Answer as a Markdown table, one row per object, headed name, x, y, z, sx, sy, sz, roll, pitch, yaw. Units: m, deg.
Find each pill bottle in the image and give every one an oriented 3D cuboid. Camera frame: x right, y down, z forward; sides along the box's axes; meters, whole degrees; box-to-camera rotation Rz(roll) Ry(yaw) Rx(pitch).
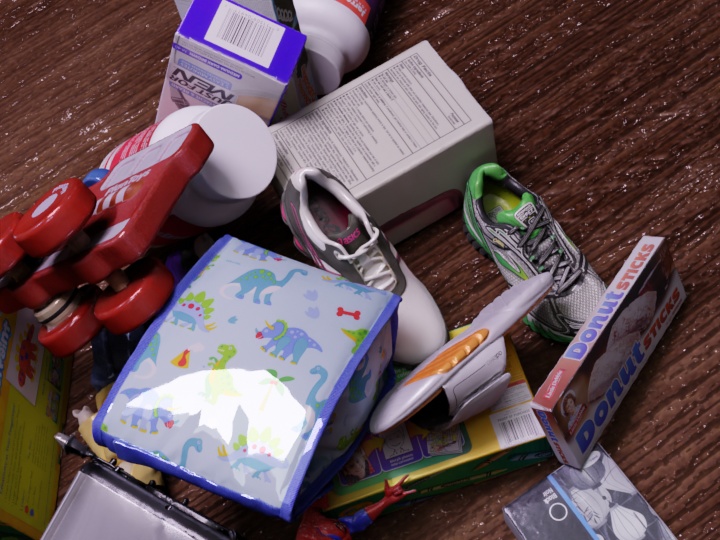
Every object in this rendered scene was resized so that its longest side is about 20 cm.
| name | x | y | z | sx | sy | sz | roll | pitch | yaw |
| --- | --- | --- | --- | --- | --- | --- | --- | --- | --- |
| pill bottle | -0.165 | -0.090 | 0.934 | 0.200 | 0.112 | 0.113 | -13 | 47 | 54 |
| pill bottle | -0.031 | -0.294 | 1.076 | 0.112 | 0.113 | 0.201 | 8 | 63 | 17 |

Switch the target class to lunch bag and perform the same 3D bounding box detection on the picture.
| name | x | y | z | sx | sy | sz | roll | pitch | yaw |
| --- | --- | --- | --- | --- | --- | --- | --- | --- | --- |
| lunch bag | -0.081 | 0.089 | 0.763 | 0.169 | 0.128 | 0.200 | 17 | 41 | 18 |

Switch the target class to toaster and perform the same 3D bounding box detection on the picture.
| name | x | y | z | sx | sy | sz | roll | pitch | yaw |
| --- | --- | --- | --- | --- | --- | --- | --- | --- | --- |
| toaster | -0.144 | 0.236 | 0.752 | 0.199 | 0.181 | 0.119 | 23 | 72 | 23 |

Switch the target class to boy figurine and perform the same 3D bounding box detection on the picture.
| name | x | y | z | sx | sy | sz | roll | pitch | yaw |
| --- | --- | --- | --- | --- | --- | --- | --- | --- | --- |
| boy figurine | -0.217 | 0.130 | 0.889 | 0.124 | 0.064 | 0.201 | -21 | 71 | 35 |

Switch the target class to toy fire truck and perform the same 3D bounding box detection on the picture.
| name | x | y | z | sx | sy | sz | roll | pitch | yaw |
| --- | --- | --- | --- | --- | --- | --- | --- | --- | --- |
| toy fire truck | -0.217 | -0.033 | 0.812 | 0.200 | 0.112 | 0.168 | -19 | 33 | 38 |

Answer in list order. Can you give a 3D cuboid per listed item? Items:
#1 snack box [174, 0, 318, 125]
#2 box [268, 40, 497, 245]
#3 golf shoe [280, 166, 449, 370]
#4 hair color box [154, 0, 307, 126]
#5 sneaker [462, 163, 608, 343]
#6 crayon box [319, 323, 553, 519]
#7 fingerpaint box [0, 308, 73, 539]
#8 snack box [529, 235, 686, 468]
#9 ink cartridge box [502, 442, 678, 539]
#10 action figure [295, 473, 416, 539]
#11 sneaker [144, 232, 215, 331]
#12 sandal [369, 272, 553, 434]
| name | x | y | z | sx | sy | sz | roll | pitch | yaw |
| --- | --- | --- | --- | --- | --- | --- | --- | --- | --- |
| snack box | -0.112 | -0.221 | 1.000 | 0.116 | 0.200 | 0.037 | 15 | 58 | 20 |
| box | 0.017 | -0.106 | 0.958 | 0.199 | 0.109 | 0.128 | -29 | 58 | -5 |
| golf shoe | 0.000 | 0.000 | 0.824 | 0.077 | 0.088 | 0.200 | -39 | 84 | -7 |
| hair color box | -0.133 | -0.175 | 0.964 | 0.109 | 0.200 | 0.065 | 24 | 66 | -8 |
| sneaker | 0.154 | -0.015 | 0.889 | 0.078 | 0.085 | 0.200 | -35 | 60 | -9 |
| crayon box | 0.050 | 0.129 | 0.845 | 0.199 | 0.058 | 0.119 | -19 | 58 | 2 |
| fingerpaint box | -0.330 | 0.128 | 0.869 | 0.073 | 0.167 | 0.201 | -8 | 60 | 8 |
| snack box | 0.209 | 0.063 | 0.820 | 0.024 | 0.072 | 0.200 | 9 | 49 | 46 |
| ink cartridge box | 0.205 | 0.240 | 0.758 | 0.099 | 0.039 | 0.200 | -33 | 59 | -8 |
| action figure | 0.021 | 0.237 | 0.750 | 0.099 | 0.065 | 0.200 | -33 | 76 | 9 |
| sneaker | -0.159 | 0.064 | 0.929 | 0.099 | 0.070 | 0.201 | -23 | 52 | 4 |
| sandal | 0.098 | 0.076 | 0.788 | 0.206 | 0.079 | 0.059 | -37 | 92 | -26 |
